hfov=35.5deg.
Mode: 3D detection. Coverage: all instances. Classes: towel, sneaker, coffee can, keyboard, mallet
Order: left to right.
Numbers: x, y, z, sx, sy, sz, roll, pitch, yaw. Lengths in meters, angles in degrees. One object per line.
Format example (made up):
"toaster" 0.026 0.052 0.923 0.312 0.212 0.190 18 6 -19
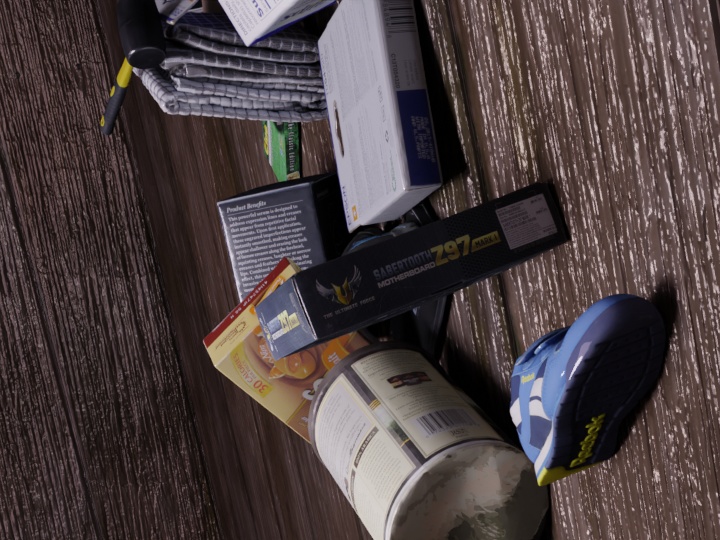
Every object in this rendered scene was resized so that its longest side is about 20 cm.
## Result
"mallet" -0.238 -0.203 1.125 0.200 0.041 0.066 -35 62 60
"towel" -0.130 -0.222 1.170 0.166 0.198 0.086 -131 47 -57
"sneaker" 0.000 0.000 1.062 0.074 0.081 0.200 67 162 3
"keyboard" 0.050 0.010 1.089 0.128 0.020 0.201 58 156 33
"coffee can" 0.053 0.169 0.984 0.200 0.145 0.148 -135 34 -60
"sneaker" 0.139 0.069 0.746 0.201 0.073 0.083 101 152 -54

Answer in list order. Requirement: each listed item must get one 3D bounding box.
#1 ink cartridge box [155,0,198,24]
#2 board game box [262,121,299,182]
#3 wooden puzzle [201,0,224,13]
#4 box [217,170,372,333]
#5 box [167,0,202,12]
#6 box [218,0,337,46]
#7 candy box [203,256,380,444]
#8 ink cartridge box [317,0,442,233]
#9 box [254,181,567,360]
"ink cartridge box" -0.127 -0.314 1.121 0.041 0.200 0.200 43 179 -27
"board game box" -0.102 -0.202 1.407 0.201 0.023 0.105 91 157 -43
"wooden puzzle" -0.152 -0.338 1.340 0.200 0.046 0.187 58 -154 -82
"box" -0.066 0.004 1.222 0.148 0.106 0.202 -41 -60 -77
"box" -0.259 -0.447 1.546 0.200 0.123 0.198 173 82 -74
"box" -0.057 -0.303 0.854 0.185 0.105 0.200 58 146 -5
"candy box" -0.041 0.094 1.085 0.200 0.115 0.055 44 -175 -34
"ink cartridge box" 0.014 -0.148 1.008 0.200 0.043 0.198 149 113 -75
"box" 0.031 0.004 0.824 0.158 0.199 0.051 143 106 -73
